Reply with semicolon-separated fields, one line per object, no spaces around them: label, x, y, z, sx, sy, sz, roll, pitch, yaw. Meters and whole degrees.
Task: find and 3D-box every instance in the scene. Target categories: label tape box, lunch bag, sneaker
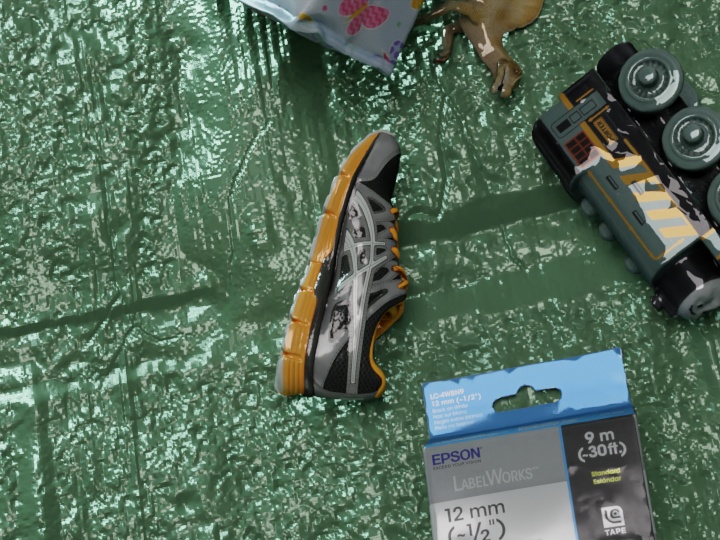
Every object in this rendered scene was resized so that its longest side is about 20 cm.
label tape box;0.116;0.146;1.495;0.142;0.066;0.201;-10;67;6
lunch bag;-0.025;-0.254;1.634;0.200;0.127;0.170;31;97;48
sneaker;0.000;0.000;1.580;0.077;0.078;0.201;15;74;2

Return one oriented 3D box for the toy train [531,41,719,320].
toy train;0.206;-0.061;1.563;0.114;0.085;0.201;-37;67;7

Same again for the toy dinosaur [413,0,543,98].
toy dinosaur;0.085;-0.216;1.671;0.100;0.058;0.202;6;75;-3
